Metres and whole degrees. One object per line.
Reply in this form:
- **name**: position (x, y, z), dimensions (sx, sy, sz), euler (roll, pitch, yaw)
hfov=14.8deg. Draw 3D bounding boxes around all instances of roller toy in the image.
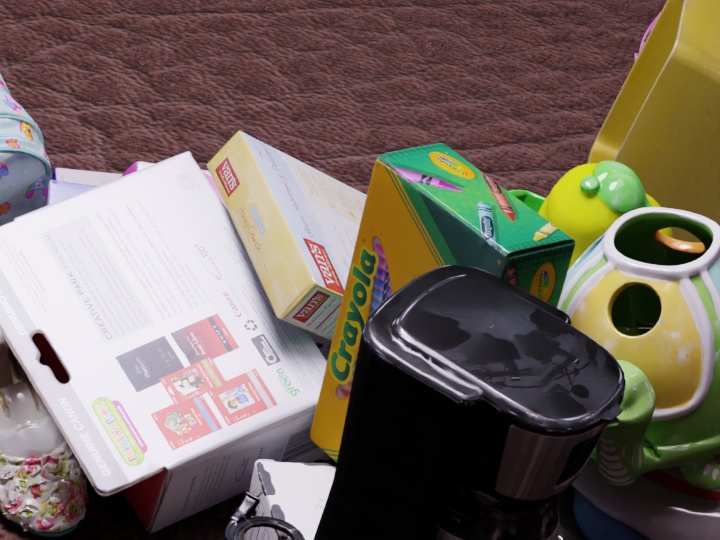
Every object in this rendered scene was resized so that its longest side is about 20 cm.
- **roller toy**: position (0.197, 0.147, 1.703), dimensions (0.199, 0.140, 0.183), euler (9, 31, -8)

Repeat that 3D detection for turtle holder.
- **turtle holder**: position (0.159, 0.045, 1.602), dimensions (0.185, 0.132, 0.141), euler (-24, 38, -38)

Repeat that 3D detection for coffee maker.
- **coffee maker**: position (0.030, 0.108, 1.502), dimensions (0.191, 0.201, 0.135), euler (15, 31, 2)

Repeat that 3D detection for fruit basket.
- **fruit basket**: position (0.164, -0.003, 1.881), dimensions (0.215, 0.216, 0.155), euler (24, 32, 18)

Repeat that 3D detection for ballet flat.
- **ballet flat**: position (-0.222, 0.084, 1.721), dimensions (0.075, 0.064, 0.200), euler (-12, 38, -22)

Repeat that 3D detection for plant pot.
- **plant pot**: position (0.283, -0.094, 2.103), dimensions (0.176, 0.201, 0.200), euler (25, 30, -2)

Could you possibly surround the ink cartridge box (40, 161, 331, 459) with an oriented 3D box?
- **ink cartridge box**: position (-0.109, 0.022, 1.816), dimensions (0.199, 0.043, 0.197), euler (7, 56, -13)

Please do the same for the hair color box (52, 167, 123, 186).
- **hair color box**: position (-0.116, -0.010, 1.920), dimensions (0.199, 0.065, 0.109), euler (4, 32, -11)

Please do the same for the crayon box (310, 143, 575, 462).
- **crayon box**: position (0.045, 0.042, 1.615), dimensions (0.058, 0.201, 0.119), euler (-13, 38, -39)

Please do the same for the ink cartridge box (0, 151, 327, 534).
- **ink cartridge box**: position (-0.137, 0.050, 1.716), dimensions (0.175, 0.084, 0.200), euler (-21, 64, -26)

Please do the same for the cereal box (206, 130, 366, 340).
- **cereal box**: position (0.000, 0.000, 1.778), dimensions (0.200, 0.040, 0.144), euler (25, 28, -43)

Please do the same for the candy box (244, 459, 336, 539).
- **candy box**: position (0.030, 0.198, 1.621), dimensions (0.167, 0.072, 0.200), euler (2, 33, -17)

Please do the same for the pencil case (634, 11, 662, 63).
- **pencil case**: position (0.319, -0.146, 2.293), dimensions (0.199, 0.091, 0.094), euler (22, 38, 20)

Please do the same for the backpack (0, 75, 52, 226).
- **backpack**: position (-0.311, -0.067, 1.872), dimensions (0.199, 0.167, 0.127), euler (-11, 57, -39)
